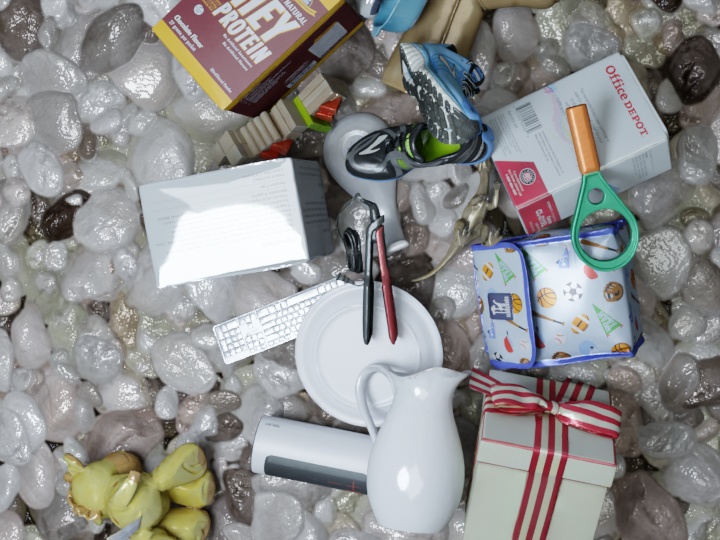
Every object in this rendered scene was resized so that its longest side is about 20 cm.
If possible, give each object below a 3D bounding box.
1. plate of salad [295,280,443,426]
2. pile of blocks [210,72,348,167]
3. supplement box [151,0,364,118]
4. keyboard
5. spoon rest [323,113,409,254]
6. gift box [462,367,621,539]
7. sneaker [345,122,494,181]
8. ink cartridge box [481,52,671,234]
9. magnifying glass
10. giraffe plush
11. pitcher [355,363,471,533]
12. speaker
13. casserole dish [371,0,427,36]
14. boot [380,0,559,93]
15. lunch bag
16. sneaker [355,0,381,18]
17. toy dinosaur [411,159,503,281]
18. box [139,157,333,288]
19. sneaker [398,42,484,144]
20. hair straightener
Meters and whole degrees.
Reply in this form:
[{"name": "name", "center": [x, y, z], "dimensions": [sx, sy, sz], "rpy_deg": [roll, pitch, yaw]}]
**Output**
[{"name": "plate of salad", "center": [0.012, 0.110, 1.457], "dimensions": [0.199, 0.048, 0.201], "rpy_deg": [2, 101, 9]}, {"name": "pile of blocks", "center": [-0.095, -0.177, 1.423], "dimensions": [0.199, 0.082, 0.062], "rpy_deg": [-31, 69, 3]}, {"name": "supplement box", "center": [-0.121, -0.308, 1.367], "dimensions": [0.197, 0.200, 0.133], "rpy_deg": [-41, 88, 8]}, {"name": "keyboard", "center": [-0.104, 0.068, 1.490], "dimensions": [0.199, 0.011, 0.057], "rpy_deg": [-22, 92, 8]}, {"name": "spoon rest", "center": [0.015, -0.114, 1.445], "dimensions": [0.099, 0.061, 0.201], "rpy_deg": [-21, 78, 7]}, {"name": "gift box", "center": [0.217, 0.227, 1.371], "dimensions": [0.183, 0.200, 0.188], "rpy_deg": [8, 118, 0]}, {"name": "sneaker", "center": [0.066, -0.158, 1.359], "dimensions": [0.199, 0.083, 0.071], "rpy_deg": [-6, 81, 29]}, {"name": "ink cartridge box", "center": [0.267, -0.157, 1.359], "dimensions": [0.199, 0.083, 0.146], "rpy_deg": [-24, 60, 9]}, {"name": "magnifying glass", "center": [0.276, -0.096, 1.286], "dimensions": [0.079, 0.022, 0.201], "rpy_deg": [-14, 102, 7]}, {"name": "giraffe plush", "center": [-0.317, 0.307, 1.477], "dimensions": [0.162, 0.200, 0.174], "rpy_deg": [13, 101, 35]}, {"name": "pitcher", "center": [0.054, 0.219, 1.371], "dimensions": [0.171, 0.121, 0.201], "rpy_deg": [1, 83, 45]}, {"name": "speaker", "center": [-0.042, 0.250, 1.463], "dimensions": [0.199, 0.081, 0.082], "rpy_deg": [11, 96, 6]}, {"name": "casserole dish", "center": [0.075, -0.381, 1.382], "dimensions": [0.039, 0.121, 0.201], "rpy_deg": [26, 97, -13]}, {"name": "boot", "center": [0.143, -0.302, 1.405], "dimensions": [0.175, 0.066, 0.201], "rpy_deg": [26, 97, 17]}, {"name": "lunch bag", "center": [0.246, 0.034, 1.390], "dimensions": [0.199, 0.124, 0.171], "rpy_deg": [-7, 94, 24]}, {"name": "sneaker", "center": [-0.038, -0.421, 1.396], "dimensions": [0.129, 0.079, 0.200], "rpy_deg": [-4, 93, -5]}, {"name": "toy dinosaur", "center": [0.140, -0.055, 1.405], "dimensions": [0.058, 0.101, 0.201], "rpy_deg": [23, 99, -15]}, {"name": "box", "center": [-0.151, -0.063, 1.391], "dimensions": [0.199, 0.199, 0.131], "rpy_deg": [-10, 93, 8]}, {"name": "sneaker", "center": [0.110, -0.226, 1.303], "dimensions": [0.089, 0.200, 0.079], "rpy_deg": [-14, 132, -6]}, {"name": "hair straightener", "center": [0.000, 0.000, 1.390], "dimensions": [0.077, 0.041, 0.201], "rpy_deg": [-5, 105, 11]}]
